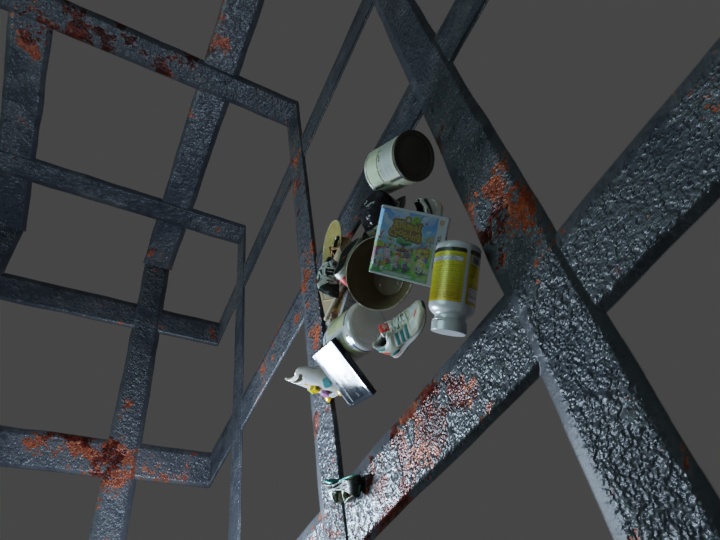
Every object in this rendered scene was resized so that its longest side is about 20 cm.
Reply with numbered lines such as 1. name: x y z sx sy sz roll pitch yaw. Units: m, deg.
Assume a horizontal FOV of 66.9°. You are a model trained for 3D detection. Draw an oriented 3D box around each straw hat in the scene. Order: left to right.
1. straw hat: -0.072 -0.076 2.012 0.200 0.082 0.209 -170 89 -68

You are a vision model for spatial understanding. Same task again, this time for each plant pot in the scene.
1. plant pot: 0.068 0.017 1.562 0.134 0.193 0.208 29 -107 -72

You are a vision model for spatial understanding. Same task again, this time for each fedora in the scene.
1. fedora: 0.052 -0.189 1.717 0.200 0.092 0.202 -43 15 14

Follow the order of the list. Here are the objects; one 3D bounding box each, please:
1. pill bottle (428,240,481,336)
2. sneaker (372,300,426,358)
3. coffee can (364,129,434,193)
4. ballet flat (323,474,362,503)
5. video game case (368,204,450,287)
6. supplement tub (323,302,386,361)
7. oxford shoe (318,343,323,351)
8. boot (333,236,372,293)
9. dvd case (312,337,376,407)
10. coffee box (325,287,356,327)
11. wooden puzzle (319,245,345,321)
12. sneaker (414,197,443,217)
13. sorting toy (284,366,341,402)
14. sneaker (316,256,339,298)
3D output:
1. pill bottle: 0.217 0.043 1.269 0.112 0.109 0.208 -16 62 62
2. sneaker: 0.102 0.157 1.479 0.202 0.091 0.072 -58 29 33
3. coffee can: 0.115 -0.327 1.668 0.198 0.142 0.152 -8 68 64
4. ballet flat: -0.056 0.638 1.588 0.199 0.066 0.071 -39 51 54
5. video game case: 0.130 -0.067 1.459 0.022 0.194 0.189 5 -83 -69
6. supplement tub: -0.022 0.196 1.669 0.199 0.141 0.150 -39 42 52
7. oxford shoe: -0.094 0.245 1.815 0.200 0.069 0.073 -19 -48 -84
8. boot: 0.000 0.000 1.675 0.072 0.144 0.203 -31 23 34
9. dvd case: -0.052 0.311 1.648 0.025 0.202 0.150 -35 -4 -39
10. coffee box: -0.041 0.109 1.840 0.113 0.077 0.207 30 104 66
11. wooden puzzle: -0.086 0.043 1.846 0.188 0.036 0.202 -62 22 27
12. sneaker: 0.163 -0.099 1.504 0.075 0.085 0.208 0 78 63
13. sorting toy: -0.154 0.362 1.823 0.200 0.175 0.110 -41 40 51
14. sneaker: -0.099 0.016 1.743 0.201 0.072 0.091 -118 47 -62
